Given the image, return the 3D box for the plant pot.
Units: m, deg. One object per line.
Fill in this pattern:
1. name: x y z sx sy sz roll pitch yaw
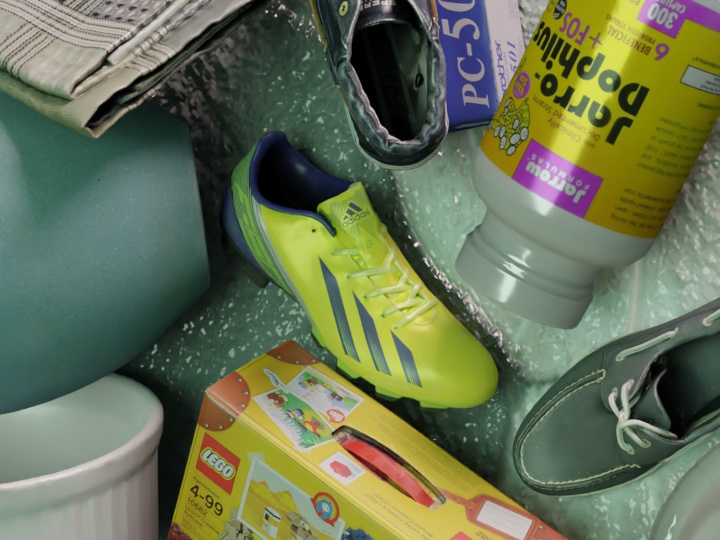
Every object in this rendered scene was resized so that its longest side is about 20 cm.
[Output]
1. plant pot: -0.156 -0.027 1.317 0.134 0.200 0.202 -8 88 -4

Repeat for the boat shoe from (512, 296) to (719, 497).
1. boat shoe: 0.152 0.061 1.199 0.199 0.062 0.073 -29 78 27

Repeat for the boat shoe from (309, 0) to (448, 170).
1. boat shoe: 0.006 -0.152 1.194 0.070 0.091 0.202 -16 89 -2

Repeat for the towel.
1. towel: -0.138 -0.166 1.279 0.199 0.192 0.035 29 148 38

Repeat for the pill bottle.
1. pill bottle: 0.122 -0.074 1.186 0.104 0.104 0.201 33 108 24

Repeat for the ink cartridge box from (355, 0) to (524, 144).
1. ink cartridge box: 0.032 -0.174 1.267 0.093 0.044 0.202 -10 88 31

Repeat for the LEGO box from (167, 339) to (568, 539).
1. LEGO box: -0.002 0.159 1.257 0.199 0.077 0.150 34 129 23

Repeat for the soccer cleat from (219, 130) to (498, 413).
1. soccer cleat: -0.001 0.000 1.277 0.200 0.064 0.084 40 128 25

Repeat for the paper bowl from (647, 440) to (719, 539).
1. paper bowl: 0.230 0.167 1.137 0.199 0.104 0.203 2 94 31

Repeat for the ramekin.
1. ramekin: -0.208 0.132 1.334 0.199 0.200 0.099 6 110 29
